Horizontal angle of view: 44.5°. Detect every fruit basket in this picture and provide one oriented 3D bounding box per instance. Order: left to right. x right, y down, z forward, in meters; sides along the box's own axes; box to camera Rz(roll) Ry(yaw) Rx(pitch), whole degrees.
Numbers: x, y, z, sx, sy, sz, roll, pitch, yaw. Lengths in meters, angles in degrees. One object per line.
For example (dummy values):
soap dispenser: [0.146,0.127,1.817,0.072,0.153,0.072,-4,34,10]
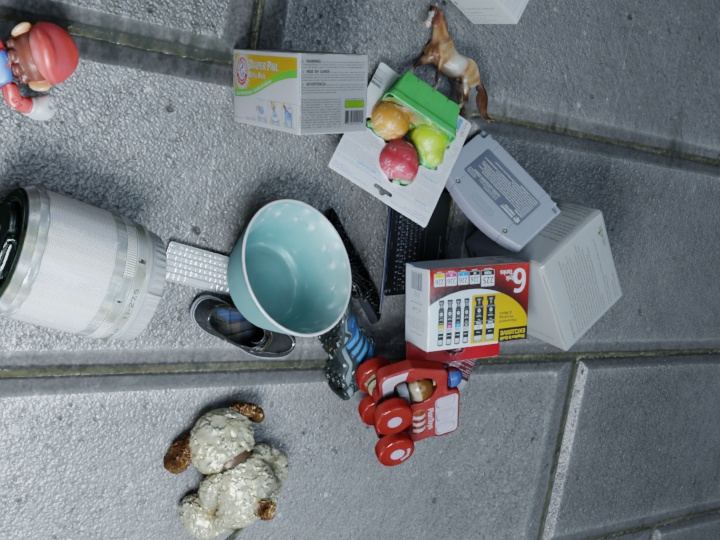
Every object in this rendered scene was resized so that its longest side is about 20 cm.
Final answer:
fruit basket: [0.065,-0.198,1.389,0.183,0.094,0.203,29,77,-12]

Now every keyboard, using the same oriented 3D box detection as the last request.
keyboard: [-0.207,0.006,1.320,0.197,0.011,0.058,17,93,-38]
keyboard: [0.000,0.000,1.421,0.105,0.039,0.202,-81,148,-52]

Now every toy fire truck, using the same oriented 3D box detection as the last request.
toy fire truck: [0.087,0.215,1.446,0.164,0.113,0.203,-16,134,-12]

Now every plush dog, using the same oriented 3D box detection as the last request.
plush dog: [-0.199,0.296,1.340,0.198,0.160,0.174,-31,96,-25]

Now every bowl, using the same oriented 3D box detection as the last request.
bowl: [-0.118,0.008,1.302,0.198,0.104,0.206,16,65,-37]

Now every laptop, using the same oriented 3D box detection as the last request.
laptop: [0.092,-0.034,1.474,0.196,0.103,0.182,-3,106,-33]

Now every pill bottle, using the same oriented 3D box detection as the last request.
pill bottle: [0.155,0.144,1.569,0.109,0.109,0.203,27,86,-38]

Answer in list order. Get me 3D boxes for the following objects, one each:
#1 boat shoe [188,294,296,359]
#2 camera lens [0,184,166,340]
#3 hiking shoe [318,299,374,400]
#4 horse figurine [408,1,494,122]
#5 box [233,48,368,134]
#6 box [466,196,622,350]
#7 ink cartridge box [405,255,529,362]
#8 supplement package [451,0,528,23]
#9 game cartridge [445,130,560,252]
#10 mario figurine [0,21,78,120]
boat shoe: [-0.167,0.092,1.339,0.198,0.066,0.071,32,84,-38]
camera lens: [-0.364,-0.006,1.104,0.198,0.159,0.163,19,92,-39]
hiking shoe: [-0.020,0.113,1.460,0.086,0.074,0.204,-26,128,-33]
horse figurine: [0.153,-0.327,1.463,0.199,0.049,0.135,36,64,-30]
box: [-0.088,-0.250,1.216,0.110,0.199,0.104,-8,107,-32]
box: [0.335,-0.005,1.603,0.170,0.198,0.203,-38,123,-21]
ink cartridge box: [0.177,0.074,1.460,0.196,0.084,0.180,-5,101,-25]
supplement package: [0.179,-0.497,1.401,0.198,0.113,0.111,32,83,-37]
game cartridge: [0.235,-0.134,1.524,0.133,0.042,0.201,-39,79,-16]
mario figurine: [-0.436,-0.241,1.053,0.196,0.107,0.124,-20,151,-20]
